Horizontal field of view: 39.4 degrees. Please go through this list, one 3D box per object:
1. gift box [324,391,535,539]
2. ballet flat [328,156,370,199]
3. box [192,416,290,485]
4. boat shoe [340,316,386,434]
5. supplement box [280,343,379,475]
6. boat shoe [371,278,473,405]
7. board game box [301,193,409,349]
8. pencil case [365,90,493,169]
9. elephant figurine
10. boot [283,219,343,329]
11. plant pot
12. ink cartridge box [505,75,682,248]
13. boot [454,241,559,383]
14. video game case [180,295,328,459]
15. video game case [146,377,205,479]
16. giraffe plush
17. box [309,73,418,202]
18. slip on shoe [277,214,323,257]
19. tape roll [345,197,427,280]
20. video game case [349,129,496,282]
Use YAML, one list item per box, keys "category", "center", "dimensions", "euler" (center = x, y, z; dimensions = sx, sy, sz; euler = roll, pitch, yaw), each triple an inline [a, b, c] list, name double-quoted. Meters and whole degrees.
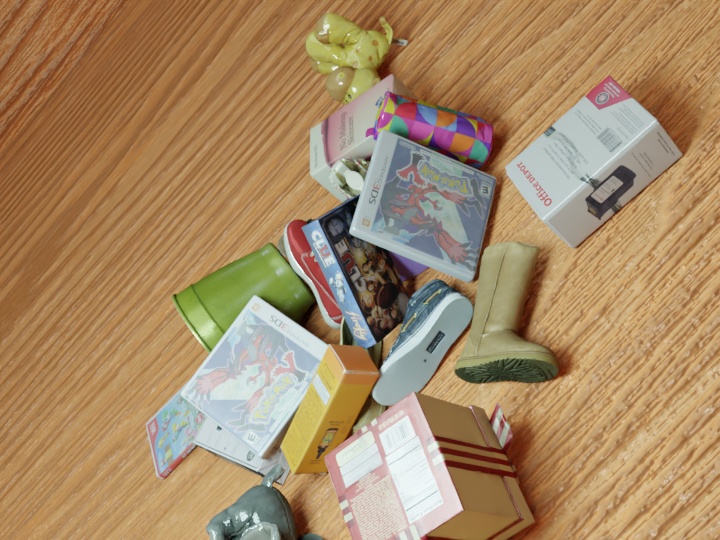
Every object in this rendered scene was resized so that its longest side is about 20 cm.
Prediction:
- category: "gift box"
  center: [0.090, 0.254, 1.239]
  dimensions: [0.184, 0.186, 0.201]
  euler: [-34, 55, 26]
- category: "ballet flat"
  center: [-0.009, -0.152, 1.650]
  dimensions: [0.076, 0.064, 0.200]
  euler: [-52, 36, 1]
- category: "box"
  center: [-0.177, 0.262, 1.635]
  dimensions: [0.199, 0.060, 0.117]
  euler: [7, 66, 49]
- category: "boat shoe"
  center: [-0.004, 0.159, 1.528]
  dimensions: [0.073, 0.063, 0.202]
  euler: [-26, 44, 31]
- category: "supplement box"
  center: [-0.048, 0.206, 1.471]
  dimensions: [0.069, 0.066, 0.201]
  euler: [51, 124, 45]
- category: "boat shoe"
  center: [0.081, 0.105, 1.485]
  dimensions: [0.201, 0.071, 0.091]
  euler: [-49, 29, 1]
- category: "board game box"
  center: [0.000, 0.000, 1.507]
  dimensions: [0.034, 0.201, 0.135]
  euler: [-20, 9, 35]
- category: "pencil case"
  center: [0.114, -0.225, 1.614]
  dimensions: [0.088, 0.198, 0.089]
  euler: [-165, 90, -82]
- category: "elephant figurine"
  center: [-0.116, 0.408, 1.415]
  dimensions: [0.141, 0.157, 0.200]
  euler: [-20, 36, -32]
- category: "boot"
  center: [-0.050, -0.022, 1.616]
  dimensions: [0.201, 0.072, 0.145]
  euler: [59, 151, 17]
- category: "plant pot"
  center: [-0.186, 0.060, 1.722]
  dimensions: [0.192, 0.201, 0.201]
  euler: [-39, 37, -1]
- category: "ink cartridge box"
  center: [0.322, -0.152, 1.411]
  dimensions: [0.200, 0.084, 0.145]
  euler: [-42, 37, 13]
- category: "boot"
  center: [0.214, 0.051, 1.380]
  dimensions: [0.174, 0.066, 0.202]
  euler: [-7, 54, 44]
- category: "video game case"
  center: [-0.159, 0.163, 1.577]
  dimensions: [0.181, 0.023, 0.201]
  euler: [32, 79, 26]
- category: "video game case"
  center: [-0.307, 0.261, 1.813]
  dimensions: [0.200, 0.017, 0.143]
  euler: [-45, 37, 11]
- category: "giraffe plush"
  center: [-0.011, -0.379, 1.936]
  dimensions: [0.198, 0.173, 0.164]
  euler: [0, 66, 7]
- category: "box"
  center: [0.016, -0.230, 1.790]
  dimensions: [0.199, 0.109, 0.129]
  euler: [-30, 42, 27]
- category: "slip on shoe"
  center: [-0.087, -0.067, 1.808]
  dimensions: [0.199, 0.060, 0.077]
  euler: [-2, 59, 47]
- category: "tape roll"
  center: [0.062, -0.088, 1.644]
  dimensions: [0.199, 0.085, 0.201]
  euler: [-29, 42, 30]
- category: "video game case"
  center: [0.098, -0.099, 1.518]
  dimensions: [0.023, 0.198, 0.184]
  euler: [132, 157, -61]
